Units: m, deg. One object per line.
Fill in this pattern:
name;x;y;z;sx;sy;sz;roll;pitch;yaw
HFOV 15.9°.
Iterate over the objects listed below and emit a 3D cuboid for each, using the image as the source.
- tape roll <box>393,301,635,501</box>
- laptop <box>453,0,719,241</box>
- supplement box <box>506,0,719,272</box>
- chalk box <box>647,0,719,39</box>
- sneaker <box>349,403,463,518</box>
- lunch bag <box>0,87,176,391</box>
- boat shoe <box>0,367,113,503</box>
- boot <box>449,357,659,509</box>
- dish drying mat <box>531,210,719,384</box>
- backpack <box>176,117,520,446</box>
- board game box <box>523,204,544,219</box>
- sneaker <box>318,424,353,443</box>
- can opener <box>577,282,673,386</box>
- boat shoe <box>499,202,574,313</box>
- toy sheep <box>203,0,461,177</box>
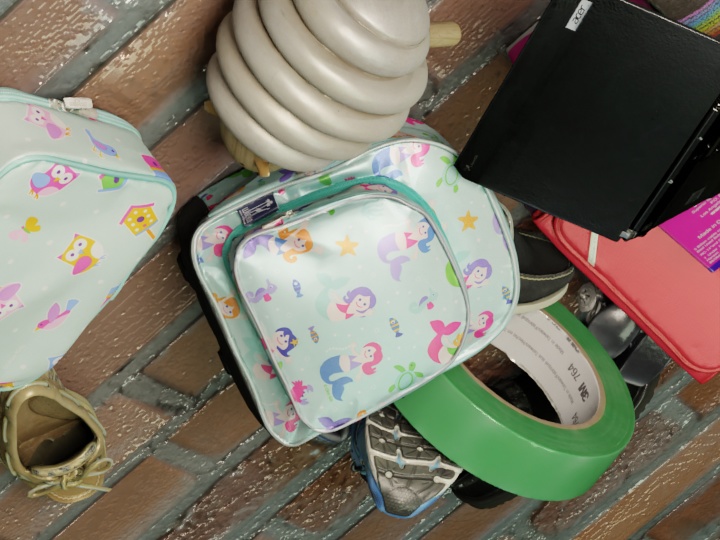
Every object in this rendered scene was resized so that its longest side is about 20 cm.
tape roll;0.099;0.072;1.809;0.200;0.201;0.048;7;130;-43
laptop;0.186;-0.114;1.602;0.200;0.103;0.177;-27;157;-41
supplement box;0.205;-0.103;1.731;0.103;0.101;0.200;-39;133;14
chalk box;0.235;-0.212;1.634;0.125;0.124;0.200;-42;146;12
sneaker;0.032;0.124;1.823;0.078;0.200;0.090;16;115;-5
lunch bag;-0.218;-0.021;1.549;0.160;0.077;0.200;14;125;-46
boat shoe;-0.213;0.111;1.730;0.073;0.063;0.200;-31;147;-4
boot;0.119;0.101;1.971;0.211;0.080;0.158;-40;146;11
dish drying mat;0.213;0.003;1.853;0.077;0.018;0.200;-40;117;15
backpack;0.000;0.000;1.655;0.199;0.151;0.178;-26;108;-10
board game box;0.218;-0.098;1.847;0.200;0.032;0.120;-45;140;19
sneaker;-0.049;0.056;1.782;0.066;0.079;0.200;-31;145;2
can opener;0.222;-0.009;1.895;0.078;0.063;0.200;18;116;-18
boat shoe;0.083;-0.017;1.802;0.199;0.072;0.068;9;129;-41
toy sheep;-0.018;-0.131;1.529;0.138;0.138;0.200;5;135;-42
